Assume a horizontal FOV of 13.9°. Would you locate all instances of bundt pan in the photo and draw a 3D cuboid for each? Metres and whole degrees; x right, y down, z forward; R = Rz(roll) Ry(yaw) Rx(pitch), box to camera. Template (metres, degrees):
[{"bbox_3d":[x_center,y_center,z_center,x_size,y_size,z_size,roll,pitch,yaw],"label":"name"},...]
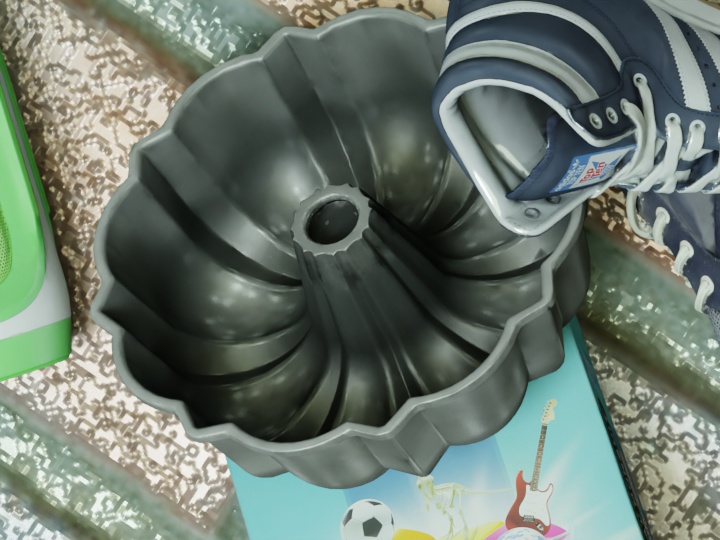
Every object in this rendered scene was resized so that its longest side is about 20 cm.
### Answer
[{"bbox_3d":[0.000,0.000,1.148,0.201,0.076,0.202,-11,55,15],"label":"bundt pan"}]

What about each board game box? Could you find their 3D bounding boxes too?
[{"bbox_3d":[0.038,0.114,1.167,0.151,0.047,0.200,-21,69,9],"label":"board game box"}]

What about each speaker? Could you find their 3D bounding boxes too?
[{"bbox_3d":[-0.180,-0.050,1.200,0.088,0.088,0.200,-17,92,8],"label":"speaker"}]

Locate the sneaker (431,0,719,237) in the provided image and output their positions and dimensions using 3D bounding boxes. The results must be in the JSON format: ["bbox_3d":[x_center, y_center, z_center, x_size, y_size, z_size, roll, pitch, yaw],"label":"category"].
[{"bbox_3d":[0.117,-0.048,1.071,0.200,0.109,0.070,24,136,-4],"label":"sneaker"}]

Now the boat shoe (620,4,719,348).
[{"bbox_3d":[0.143,-0.012,1.173,0.092,0.075,0.201,6,88,13],"label":"boat shoe"}]
